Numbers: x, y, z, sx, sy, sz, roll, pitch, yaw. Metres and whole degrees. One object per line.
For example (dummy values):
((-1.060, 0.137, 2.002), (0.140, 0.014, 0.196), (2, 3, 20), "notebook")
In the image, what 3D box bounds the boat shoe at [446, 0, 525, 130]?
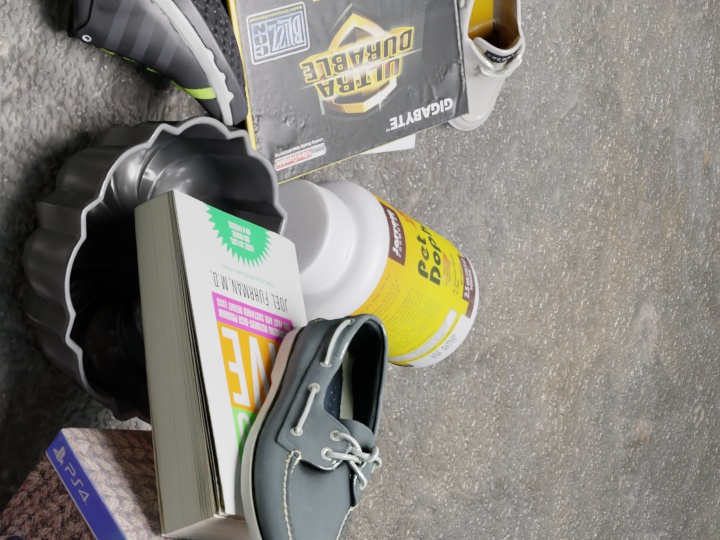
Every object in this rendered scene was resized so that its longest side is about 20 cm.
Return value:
((0.096, -0.183, 1.213), (0.070, 0.070, 0.201), (-21, 138, -23), "boat shoe")

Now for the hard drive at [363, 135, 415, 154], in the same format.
((0.004, -0.190, 1.161), (0.131, 0.026, 0.202), (-12, 112, -50), "hard drive")

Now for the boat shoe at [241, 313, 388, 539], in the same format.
((-0.020, 0.099, 0.893), (0.073, 0.061, 0.201), (51, 29, -30), "boat shoe")

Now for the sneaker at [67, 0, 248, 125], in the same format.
((-0.141, -0.163, 0.953), (0.201, 0.082, 0.072), (56, 16, -38), "sneaker")

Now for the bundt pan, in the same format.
((-0.140, -0.006, 0.999), (0.201, 0.075, 0.204), (-21, 118, -47), "bundt pan")

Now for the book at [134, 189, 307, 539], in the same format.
((-0.074, 0.064, 0.938), (0.133, 0.048, 0.202), (22, 52, -54), "book")

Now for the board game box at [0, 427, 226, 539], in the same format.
((-0.161, 0.222, 0.923), (0.096, 0.160, 0.201), (9, 124, -53), "board game box")

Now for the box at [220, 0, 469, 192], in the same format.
((-0.016, -0.163, 1.090), (0.199, 0.049, 0.161), (-22, 115, -33), "box")

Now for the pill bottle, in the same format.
((0.000, 0.000, 1.155), (0.199, 0.109, 0.110), (27, 81, -53), "pill bottle")
